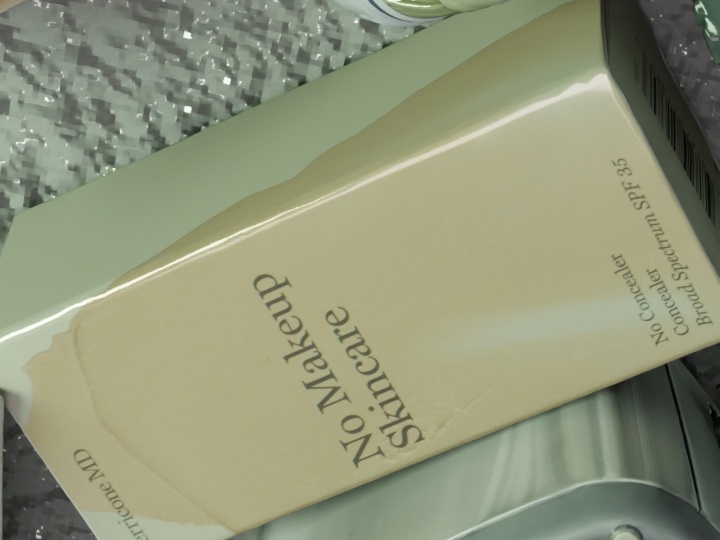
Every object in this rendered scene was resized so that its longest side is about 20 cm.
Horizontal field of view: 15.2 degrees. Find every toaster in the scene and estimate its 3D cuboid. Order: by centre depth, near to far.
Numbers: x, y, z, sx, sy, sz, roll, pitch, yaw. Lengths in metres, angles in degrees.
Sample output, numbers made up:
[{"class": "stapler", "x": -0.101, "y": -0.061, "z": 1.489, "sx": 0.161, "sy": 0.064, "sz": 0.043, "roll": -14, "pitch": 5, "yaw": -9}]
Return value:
[{"class": "toaster", "x": 0.036, "y": 0.101, "z": 0.789, "sx": 0.199, "sy": 0.129, "sz": 0.114, "roll": -32, "pitch": 113, "yaw": 21}]

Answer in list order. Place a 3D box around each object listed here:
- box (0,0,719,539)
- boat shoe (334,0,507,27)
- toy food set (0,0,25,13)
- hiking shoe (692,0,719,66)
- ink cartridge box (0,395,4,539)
[{"class": "box", "x": 0.000, "y": 0.000, "z": 0.761, "sx": 0.199, "sy": 0.078, "sz": 0.095, "roll": -25, "pitch": 116, "yaw": 18}, {"class": "boat shoe", "x": 0.000, "y": -0.156, "z": 0.654, "sx": 0.062, "sy": 0.072, "sz": 0.201, "roll": 6, "pitch": 122, "yaw": 53}, {"class": "toy food set", "x": -0.120, "y": -0.123, "z": 0.709, "sx": 0.199, "sy": 0.061, "sz": 0.144, "roll": -24, "pitch": 116, "yaw": 18}, {"class": "hiking shoe", "x": 0.123, "y": -0.088, "z": 0.701, "sx": 0.087, "sy": 0.075, "sz": 0.200, "roll": -38, "pitch": 116, "yaw": 16}, {"class": "ink cartridge box", "x": -0.182, "y": 0.105, "z": 0.803, "sx": 0.146, "sy": 0.083, "sz": 0.201, "roll": 28, "pitch": 129, "yaw": 32}]
